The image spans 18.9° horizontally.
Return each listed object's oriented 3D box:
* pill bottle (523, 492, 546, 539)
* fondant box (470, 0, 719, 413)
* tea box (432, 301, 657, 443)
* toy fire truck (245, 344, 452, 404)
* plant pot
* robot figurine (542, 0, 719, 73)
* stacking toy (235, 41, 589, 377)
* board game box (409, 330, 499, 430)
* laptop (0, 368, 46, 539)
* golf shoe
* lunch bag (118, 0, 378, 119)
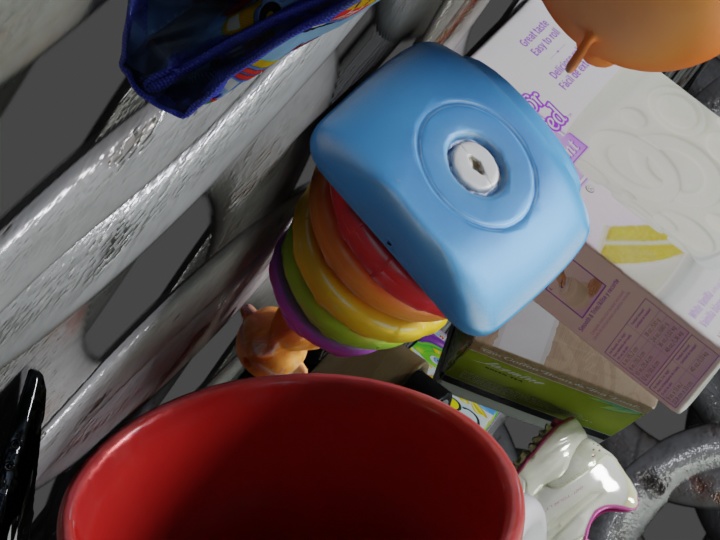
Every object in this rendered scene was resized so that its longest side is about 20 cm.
[{"bbox_3d":[0.011,0.170,1.387,0.109,0.199,0.110,16,90,-69],"label":"pill bottle"},{"bbox_3d":[0.130,-0.041,1.127,0.144,0.200,0.058,-45,169,-42],"label":"fondant box"},{"bbox_3d":[0.152,-0.003,1.492,0.197,0.133,0.201,120,-10,-75],"label":"tea box"},{"bbox_3d":[-0.053,0.133,1.265,0.176,0.128,0.201,-47,162,-33],"label":"toy fire truck"},{"bbox_3d":[-0.028,0.172,0.963,0.200,0.199,0.178,-44,142,-46],"label":"plant pot"},{"bbox_3d":[0.149,-0.165,0.970,0.143,0.117,0.200,-10,-154,42],"label":"robot figurine"},{"bbox_3d":[0.000,0.000,0.974,0.110,0.116,0.200,-42,180,-42],"label":"stacking toy"},{"bbox_3d":[0.054,0.143,1.996,0.103,0.105,0.200,-55,174,20],"label":"board game box"},{"bbox_3d":[-0.189,0.143,0.773,0.177,0.103,0.201,115,-11,-65],"label":"laptop"},{"bbox_3d":[0.108,0.198,1.459,0.200,0.091,0.075,-53,176,0],"label":"golf shoe"},{"bbox_3d":[0.021,-0.123,0.546,0.200,0.094,0.151,-41,-177,41],"label":"lunch bag"}]
